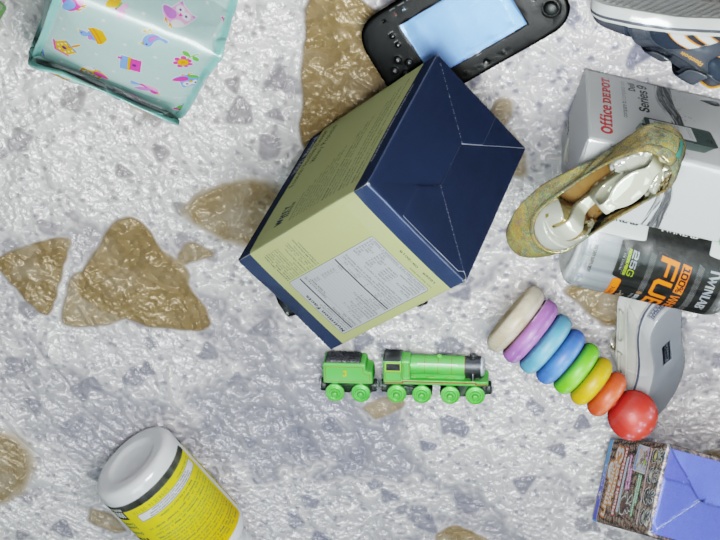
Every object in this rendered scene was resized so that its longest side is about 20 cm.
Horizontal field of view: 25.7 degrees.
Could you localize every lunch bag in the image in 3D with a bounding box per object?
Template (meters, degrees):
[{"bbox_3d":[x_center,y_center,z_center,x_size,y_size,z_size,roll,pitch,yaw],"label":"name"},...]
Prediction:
[{"bbox_3d":[-0.224,-0.225,1.517,0.169,0.123,0.200,20,152,-16],"label":"lunch bag"}]

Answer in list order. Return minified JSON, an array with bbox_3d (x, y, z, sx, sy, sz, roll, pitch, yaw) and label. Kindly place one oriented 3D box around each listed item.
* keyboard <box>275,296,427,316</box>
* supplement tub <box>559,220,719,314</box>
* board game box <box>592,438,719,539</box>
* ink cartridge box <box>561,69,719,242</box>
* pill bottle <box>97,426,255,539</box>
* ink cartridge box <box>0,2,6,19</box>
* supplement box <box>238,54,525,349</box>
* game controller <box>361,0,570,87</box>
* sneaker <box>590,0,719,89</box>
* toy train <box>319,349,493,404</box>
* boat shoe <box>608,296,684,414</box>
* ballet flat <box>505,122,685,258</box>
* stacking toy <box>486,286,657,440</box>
[{"bbox_3d":[0.000,0.000,1.718,0.198,0.040,0.105,-15,99,16],"label":"keyboard"},{"bbox_3d":[0.311,-0.026,1.608,0.198,0.123,0.123,12,125,-3],"label":"supplement tub"},{"bbox_3d":[0.365,0.253,1.731,0.158,0.200,0.098,16,84,-6],"label":"board game box"},{"bbox_3d":[0.301,-0.108,1.537,0.198,0.146,0.085,12,124,-3],"label":"ink cartridge box"},{"bbox_3d":[-0.211,0.291,1.880,0.112,0.113,0.200,-28,117,22],"label":"pill bottle"},{"bbox_3d":[-0.473,-0.260,1.545,0.200,0.084,0.145,41,118,-21],"label":"ink cartridge box"},{"bbox_3d":[0.021,-0.064,1.528,0.134,0.201,0.199,44,136,-17],"label":"supplement box"},{"bbox_3d":[0.100,-0.241,1.530,0.199,0.042,0.105,-28,117,21],"label":"game controller"},{"bbox_3d":[0.312,-0.216,1.504,0.198,0.079,0.080,8,119,-2],"label":"sneaker"},{"bbox_3d":[0.051,0.118,1.783,0.198,0.042,0.057,0,114,5],"label":"toy train"},{"bbox_3d":[0.305,0.087,1.722,0.071,0.070,0.201,-40,145,-18],"label":"boat shoe"},{"bbox_3d":[0.212,-0.063,1.451,0.199,0.071,0.071,-35,115,26],"label":"ballet flat"},{"bbox_3d":[0.234,0.111,1.697,0.200,0.085,0.085,41,121,1],"label":"stacking toy"}]
